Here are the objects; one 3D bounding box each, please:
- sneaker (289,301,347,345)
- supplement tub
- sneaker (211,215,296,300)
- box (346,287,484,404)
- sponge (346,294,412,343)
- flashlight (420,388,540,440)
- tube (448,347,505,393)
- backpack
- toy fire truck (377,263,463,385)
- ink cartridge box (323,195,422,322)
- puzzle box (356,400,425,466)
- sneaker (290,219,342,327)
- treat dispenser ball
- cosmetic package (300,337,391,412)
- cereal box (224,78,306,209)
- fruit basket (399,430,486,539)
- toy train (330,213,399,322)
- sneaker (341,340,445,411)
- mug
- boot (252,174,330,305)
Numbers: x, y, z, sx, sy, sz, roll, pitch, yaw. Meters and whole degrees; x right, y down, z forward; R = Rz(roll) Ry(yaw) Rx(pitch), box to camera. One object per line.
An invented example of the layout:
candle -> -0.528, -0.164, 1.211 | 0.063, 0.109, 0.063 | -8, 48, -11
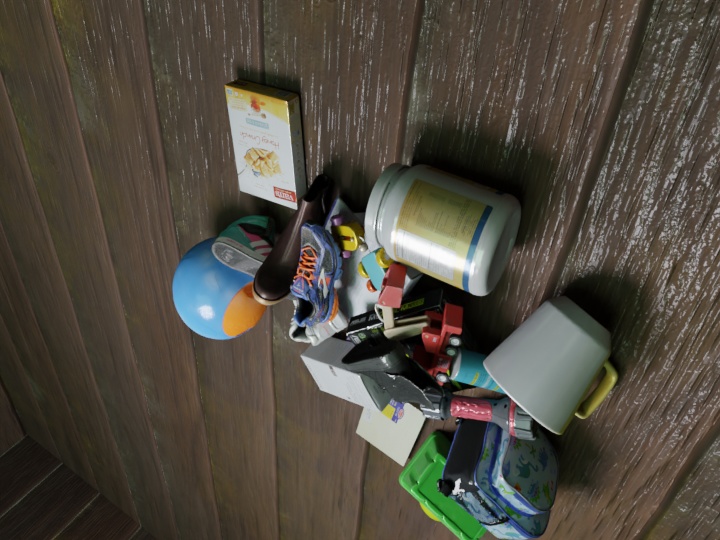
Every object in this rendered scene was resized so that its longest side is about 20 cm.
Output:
sneaker -> -0.105, 0.086, 1.168 | 0.079, 0.099, 0.199 | 57, 166, -21
supplement tub -> 0.118, -0.065, 0.880 | 0.196, 0.145, 0.148 | 24, 133, 23
sneaker -> -0.175, -0.035, 1.165 | 0.197, 0.123, 0.084 | 31, 137, -11
box -> 0.103, 0.138, 1.051 | 0.189, 0.048, 0.201 | -21, 122, 29
sponge -> 0.061, 0.127, 1.150 | 0.112, 0.030, 0.200 | 48, 137, 1
flashlight -> 0.195, 0.233, 1.007 | 0.194, 0.069, 0.069 | 2, 133, 29
tube -> 0.243, 0.176, 0.993 | 0.194, 0.051, 0.078 | 16, 140, -8
backpack -> 0.256, 0.355, 1.050 | 0.145, 0.185, 0.201 | -24, 116, 42
toy fire truck -> 0.088, 0.091, 0.947 | 0.136, 0.049, 0.204 | 13, 133, 3
ink cartridge box -> 0.000, 0.000, 1.085 | 0.201, 0.040, 0.201 | 49, 137, 18
puzzle box -> 0.066, 0.318, 1.289 | 0.131, 0.025, 0.203 | 32, 135, 17
sneaker -> -0.078, 0.013, 1.010 | 0.074, 0.078, 0.206 | 24, 128, 37
treat dispenser ball -> -0.280, 0.035, 1.232 | 0.196, 0.201, 0.206 | 20, 132, 25
cosmetic package -> -0.024, 0.200, 1.207 | 0.197, 0.074, 0.103 | 4, 130, 50
cereal box -> -0.164, -0.220, 1.071 | 0.141, 0.039, 0.205 | 20, 130, 27
fruit basket -> 0.182, 0.447, 1.235 | 0.214, 0.157, 0.216 | 40, 180, 0
toy train -> -0.002, -0.013, 1.014 | 0.198, 0.055, 0.153 | 36, 137, 30
sneaker -> 0.046, 0.169, 0.972 | 0.105, 0.060, 0.198 | 54, 151, -10
mug -> 0.288, 0.128, 0.893 | 0.149, 0.185, 0.155 | 43, 101, 32
boot -> -0.118, -0.056, 1.038 | 0.071, 0.202, 0.169 | 25, 133, 4
